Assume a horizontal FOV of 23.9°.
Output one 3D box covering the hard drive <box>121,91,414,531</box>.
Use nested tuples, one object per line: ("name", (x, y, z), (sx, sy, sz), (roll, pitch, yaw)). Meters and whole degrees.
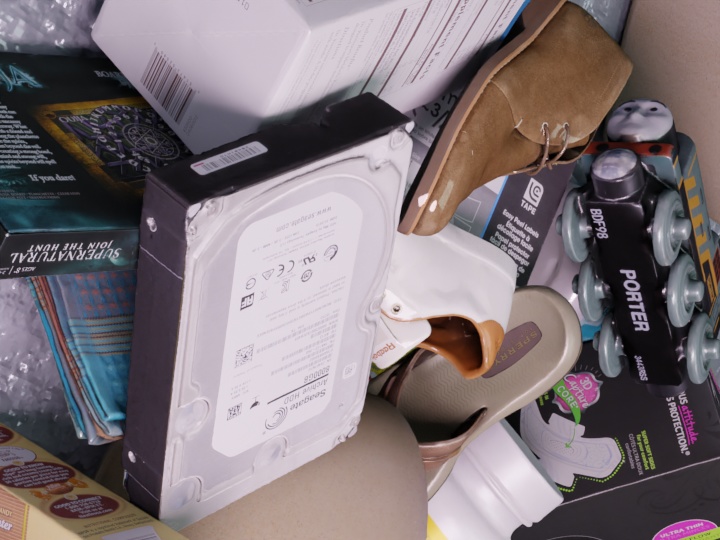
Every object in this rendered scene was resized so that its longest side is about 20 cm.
("hard drive", (-0.046, 0.023, 0.819), (0.140, 0.038, 0.200), (-23, 138, -38))

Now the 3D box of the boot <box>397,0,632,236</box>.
("boot", (0.087, -0.079, 0.928), (0.200, 0.075, 0.074), (-52, 179, -36))

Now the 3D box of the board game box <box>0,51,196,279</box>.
("board game box", (-0.127, -0.054, 0.804), (0.200, 0.135, 0.028), (-4, 134, -50))

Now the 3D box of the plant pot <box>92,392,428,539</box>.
("plant pot", (-0.076, 0.147, 0.951), (0.134, 0.200, 0.201), (21, 92, -31))

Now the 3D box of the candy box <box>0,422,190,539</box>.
("candy box", (-0.150, 0.163, 0.833), (0.055, 0.200, 0.116), (-4, 112, -49))

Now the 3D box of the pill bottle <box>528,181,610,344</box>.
("pill bottle", (0.166, -0.001, 1.219), (0.200, 0.111, 0.111), (9, 101, -53))

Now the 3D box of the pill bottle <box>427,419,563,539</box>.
("pill bottle", (0.026, 0.174, 1.081), (0.200, 0.111, 0.111), (-39, 142, 4))

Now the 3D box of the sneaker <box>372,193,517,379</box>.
("sneaker", (0.000, 0.000, 0.926), (0.200, 0.073, 0.085), (23, 57, -22))

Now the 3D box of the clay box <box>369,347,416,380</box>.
("clay box", (0.028, 0.026, 1.112), (0.115, 0.048, 0.201), (20, 93, -51))

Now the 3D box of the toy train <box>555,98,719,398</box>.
("toy train", (0.185, -0.013, 1.081), (0.114, 0.085, 0.200), (-64, 145, -39))

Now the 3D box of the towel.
("towel", (-0.091, 0.008, 0.902), (0.200, 0.022, 0.147), (-8, 71, -49))

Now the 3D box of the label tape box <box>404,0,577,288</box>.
("label tape box", (0.066, -0.100, 1.024), (0.144, 0.063, 0.200), (31, 76, -34))

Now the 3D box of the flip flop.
("flip flop", (0.044, 0.082, 0.999), (0.200, 0.081, 0.058), (-38, 167, 15))

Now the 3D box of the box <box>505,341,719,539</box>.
("box", (0.166, 0.142, 1.202), (0.149, 0.199, 0.125), (57, 19, -49))

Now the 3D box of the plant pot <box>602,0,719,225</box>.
("plant pot", (0.297, -0.126, 1.266), (0.200, 0.200, 0.177), (11, 112, -53))

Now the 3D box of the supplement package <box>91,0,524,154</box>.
("supplement package", (-0.014, -0.142, 0.863), (0.200, 0.114, 0.110), (-26, 158, -44))
